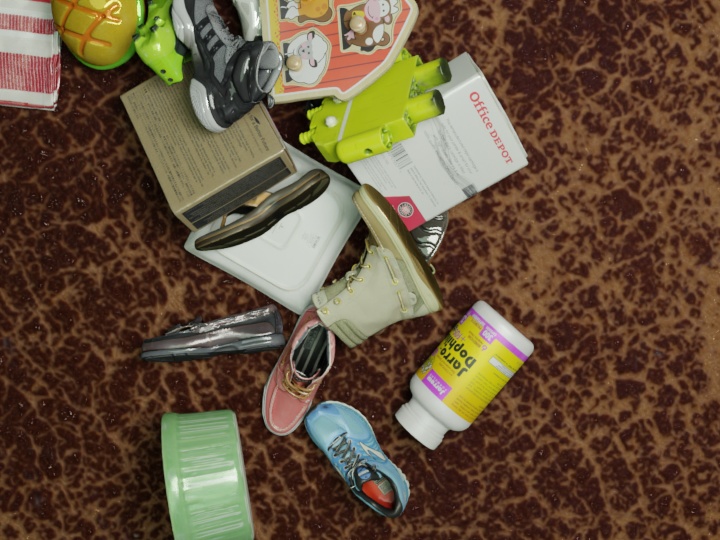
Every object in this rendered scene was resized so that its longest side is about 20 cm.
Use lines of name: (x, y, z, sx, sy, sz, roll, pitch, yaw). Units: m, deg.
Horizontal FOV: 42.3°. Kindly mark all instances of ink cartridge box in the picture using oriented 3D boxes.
ink cartridge box: (-0.197, -0.178, 1.209, 0.164, 0.075, 0.201, -29, 68, 1)
ink cartridge box: (0.093, -0.160, 1.193, 0.199, 0.084, 0.146, -29, 121, 12)

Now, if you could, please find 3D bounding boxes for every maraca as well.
maraca: (-0.344, -0.362, 1.204, 0.136, 0.107, 0.202, -10, 97, 20)

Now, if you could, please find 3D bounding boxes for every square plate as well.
square plate: (-0.114, -0.068, 1.287, 0.197, 0.028, 0.201, 30, 95, -4)

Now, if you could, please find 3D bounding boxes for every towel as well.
towel: (-0.473, -0.323, 1.251, 0.143, 0.023, 0.202, 5, 97, -1)

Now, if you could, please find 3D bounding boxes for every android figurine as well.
android figurine: (0.014, -0.200, 1.144, 0.199, 0.183, 0.041, -11, 135, 29)

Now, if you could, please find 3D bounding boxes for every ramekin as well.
ramekin: (-0.202, 0.283, 1.245, 0.097, 0.200, 0.202, -9, 97, -8)

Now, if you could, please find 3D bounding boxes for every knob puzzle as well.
knob puzzle: (-0.028, -0.307, 1.141, 0.217, 0.030, 0.222, -2, 81, 13)

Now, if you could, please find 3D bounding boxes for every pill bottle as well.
pill bottle: (0.138, 0.147, 1.280, 0.104, 0.104, 0.200, 39, 94, -5)

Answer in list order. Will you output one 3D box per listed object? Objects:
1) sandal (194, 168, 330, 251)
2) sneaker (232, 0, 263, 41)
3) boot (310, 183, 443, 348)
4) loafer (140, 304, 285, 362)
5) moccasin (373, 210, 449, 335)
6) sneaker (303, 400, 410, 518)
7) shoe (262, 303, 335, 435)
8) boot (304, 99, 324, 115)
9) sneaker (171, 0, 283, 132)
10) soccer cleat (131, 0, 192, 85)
sandal: (-0.134, -0.086, 1.234, 0.199, 0.082, 0.055, -33, 80, 4)
sneaker: (-0.183, -0.386, 1.211, 0.114, 0.076, 0.203, -7, 88, -19)
boot: (0.000, 0.000, 1.194, 0.154, 0.072, 0.201, -25, 118, 14)
loafer: (-0.205, 0.087, 1.291, 0.198, 0.072, 0.064, -5, 77, -7)
moccasin: (0.061, -0.003, 1.282, 0.073, 0.078, 0.203, 25, 99, 11)
sneaker: (0.000, 0.264, 1.297, 0.078, 0.090, 0.200, -43, 95, 3)
shoe: (-0.086, 0.146, 1.276, 0.071, 0.091, 0.201, 21, 101, -5)
boot: (0.019, -0.249, 1.248, 0.198, 0.073, 0.163, -36, 98, 8)
sneaker: (-0.157, -0.277, 1.134, 0.113, 0.075, 0.202, -14, 84, 21)
soccer cleat: (-0.237, -0.314, 1.196, 0.067, 0.201, 0.081, -15, 130, 23)
